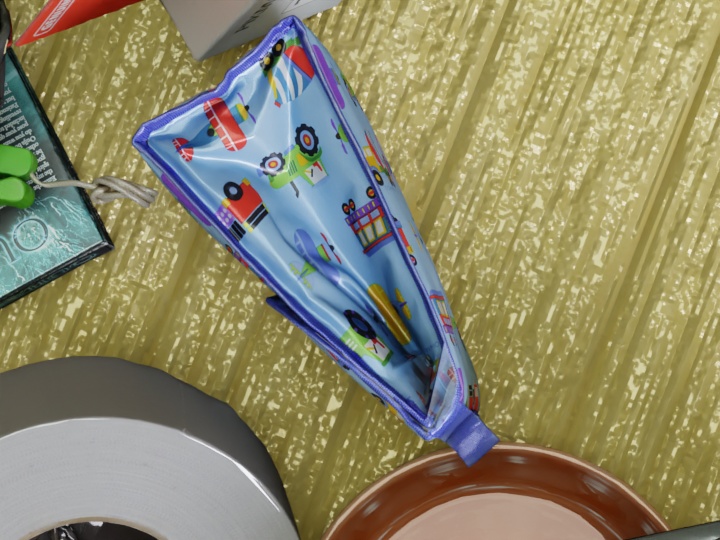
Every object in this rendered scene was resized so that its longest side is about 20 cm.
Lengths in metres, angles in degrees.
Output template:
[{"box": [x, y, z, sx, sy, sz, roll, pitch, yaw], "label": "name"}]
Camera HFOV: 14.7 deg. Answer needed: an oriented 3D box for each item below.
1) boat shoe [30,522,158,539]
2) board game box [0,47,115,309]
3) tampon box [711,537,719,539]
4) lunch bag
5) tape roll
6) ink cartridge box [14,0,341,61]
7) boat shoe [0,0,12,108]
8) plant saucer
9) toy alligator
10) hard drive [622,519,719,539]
[{"box": [-0.159, 0.110, 1.302, 0.199, 0.065, 0.074, 4, 85, 4], "label": "boat shoe"}, {"box": [-0.235, -0.023, 1.336, 0.199, 0.028, 0.136, -28, 85, 1], "label": "board game box"}, {"box": [0.126, 0.199, 1.181, 0.199, 0.126, 0.151, -16, 84, 2], "label": "tampon box"}, {"box": [0.000, 0.000, 1.257, 0.094, 0.151, 0.200, -37, 84, 1], "label": "lunch bag"}, {"box": [-0.124, 0.142, 1.252, 0.199, 0.066, 0.201, -4, 113, -9], "label": "tape roll"}, {"box": [-0.037, -0.153, 1.216, 0.173, 0.200, 0.044, -27, 82, -37], "label": "ink cartridge box"}, {"box": [-0.206, -0.146, 1.289, 0.073, 0.063, 0.202, -5, 49, -23], "label": "boat shoe"}, {"box": [0.065, 0.180, 1.299, 0.199, 0.032, 0.201, 0, 85, 3], "label": "plant saucer"}, {"box": [-0.195, -0.040, 1.290, 0.199, 0.059, 0.054, 17, 86, 4], "label": "toy alligator"}, {"box": [0.104, 0.197, 1.263, 0.199, 0.033, 0.140, -12, 85, 3], "label": "hard drive"}]
